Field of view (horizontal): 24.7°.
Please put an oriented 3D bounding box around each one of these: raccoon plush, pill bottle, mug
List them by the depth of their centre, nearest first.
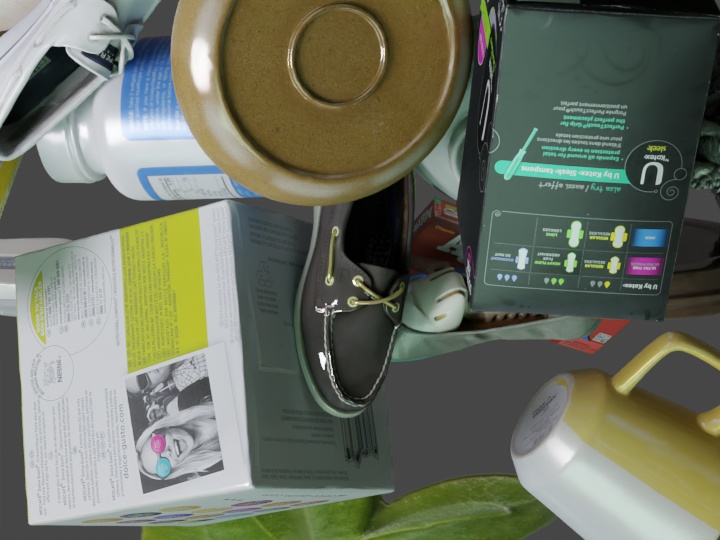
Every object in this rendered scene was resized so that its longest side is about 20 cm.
[{"bbox_3d":[0.258,-0.059,1.064,0.097,0.134,0.200,-10,137,23],"label":"raccoon plush"},{"bbox_3d":[-0.112,-0.104,1.111,0.200,0.112,0.112,0,140,13],"label":"pill bottle"},{"bbox_3d":[0.217,0.141,1.350,0.153,0.187,0.149,32,170,-13],"label":"mug"}]

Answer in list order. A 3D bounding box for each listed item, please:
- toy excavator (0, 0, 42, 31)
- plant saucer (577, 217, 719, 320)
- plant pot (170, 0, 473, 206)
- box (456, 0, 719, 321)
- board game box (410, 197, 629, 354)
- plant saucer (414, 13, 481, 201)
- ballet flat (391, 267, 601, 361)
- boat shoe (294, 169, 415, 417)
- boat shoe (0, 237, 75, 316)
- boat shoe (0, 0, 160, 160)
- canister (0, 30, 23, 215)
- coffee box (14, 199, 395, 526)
[{"bbox_3d":[-0.295,-0.191,1.038,0.194,0.100,0.200,-29,140,7],"label":"toy excavator"},{"bbox_3d":[0.186,-0.006,1.118,0.200,0.200,0.029,1,106,11],"label":"plant saucer"},{"bbox_3d":[-0.017,-0.134,1.016,0.200,0.027,0.200,-7,108,-20],"label":"plant pot"},{"bbox_3d":[0.130,-0.091,0.991,0.124,0.149,0.200,3,121,-1],"label":"box"},{"bbox_3d":[0.120,0.007,1.251,0.200,0.019,0.103,17,141,-20],"label":"board game box"},{"bbox_3d":[0.116,-0.089,1.128,0.200,0.050,0.200,6,141,5],"label":"plant saucer"},{"bbox_3d":[0.083,0.021,1.194,0.200,0.067,0.064,-5,141,-11],"label":"ballet flat"},{"bbox_3d":[0.000,0.000,1.139,0.072,0.201,0.061,9,166,-27],"label":"boat shoe"},{"bbox_3d":[-0.309,0.007,1.334,0.200,0.072,0.069,-1,141,-1],"label":"boat shoe"},{"bbox_3d":[-0.172,-0.148,1.051,0.200,0.065,0.074,-45,143,16],"label":"boat shoe"},{"bbox_3d":[-0.294,-0.074,1.116,0.087,0.200,0.149,-2,140,15],"label":"canister"},{"bbox_3d":[-0.114,0.078,1.210,0.198,0.200,0.200,-13,166,28],"label":"coffee box"}]
